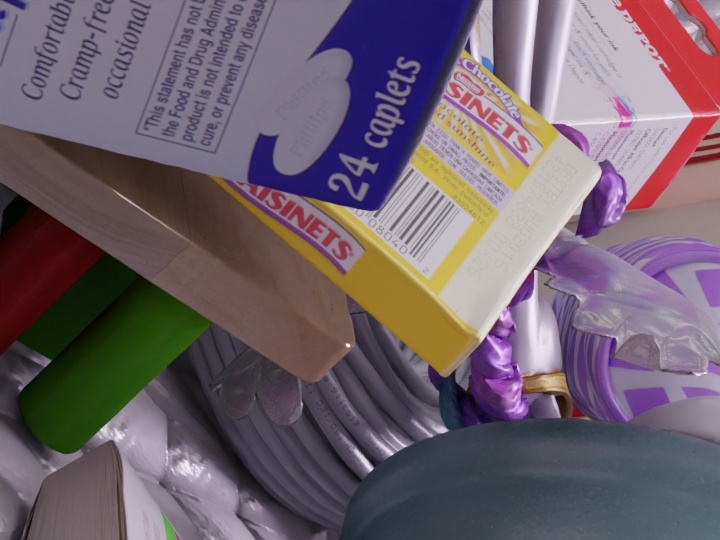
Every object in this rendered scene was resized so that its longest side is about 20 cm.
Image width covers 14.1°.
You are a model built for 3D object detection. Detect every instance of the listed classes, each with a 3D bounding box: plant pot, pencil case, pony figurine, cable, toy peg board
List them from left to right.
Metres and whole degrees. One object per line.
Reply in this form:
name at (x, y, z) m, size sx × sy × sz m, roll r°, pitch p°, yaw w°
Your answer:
toy peg board at (-0.117, -0.053, 0.888) m, size 0.199 × 0.098 × 0.200 m, roll 34°, pitch 24°, yaw -30°
cable at (0.000, 0.000, 1.108) m, size 0.200 × 0.069 × 0.201 m, roll 16°, pitch 63°, yaw -57°
pony figurine at (0.044, -0.022, 0.978) m, size 0.193 × 0.166 × 0.201 m, roll -29°, pitch 118°, yaw -76°
plant pot at (0.076, 0.160, 0.956) m, size 0.200 × 0.200 × 0.134 m, roll 50°, pitch 43°, yaw -39°
pencil case at (0.123, 0.029, 1.134) m, size 0.085 × 0.084 × 0.200 m, roll 17°, pitch 2°, yaw -3°

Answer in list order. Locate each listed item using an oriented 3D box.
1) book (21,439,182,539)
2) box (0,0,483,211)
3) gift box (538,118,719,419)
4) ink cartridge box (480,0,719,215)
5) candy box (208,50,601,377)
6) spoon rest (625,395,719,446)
book at (-0.029, 0.156, 0.819) m, size 0.200 × 0.048 × 0.134 m, roll 58°, pitch 10°, yaw -18°
box at (-0.073, -0.133, 0.764) m, size 0.199 × 0.105 × 0.184 m, roll 13°, pitch 41°, yaw -14°
gift box at (0.125, 0.008, 1.424) m, size 0.185 × 0.186 × 0.201 m, roll -70°, pitch 149°, yaw -75°
ink cartridge box at (0.075, -0.086, 1.289) m, size 0.200 × 0.067 × 0.116 m, roll -5°, pitch 51°, yaw -40°
candy box at (-0.027, -0.064, 0.844) m, size 0.200 × 0.026 × 0.102 m, roll 41°, pitch 38°, yaw -1°
spoon rest at (0.102, 0.090, 1.003) m, size 0.099 × 0.200 × 0.061 m, roll 26°, pitch 67°, yaw -17°
